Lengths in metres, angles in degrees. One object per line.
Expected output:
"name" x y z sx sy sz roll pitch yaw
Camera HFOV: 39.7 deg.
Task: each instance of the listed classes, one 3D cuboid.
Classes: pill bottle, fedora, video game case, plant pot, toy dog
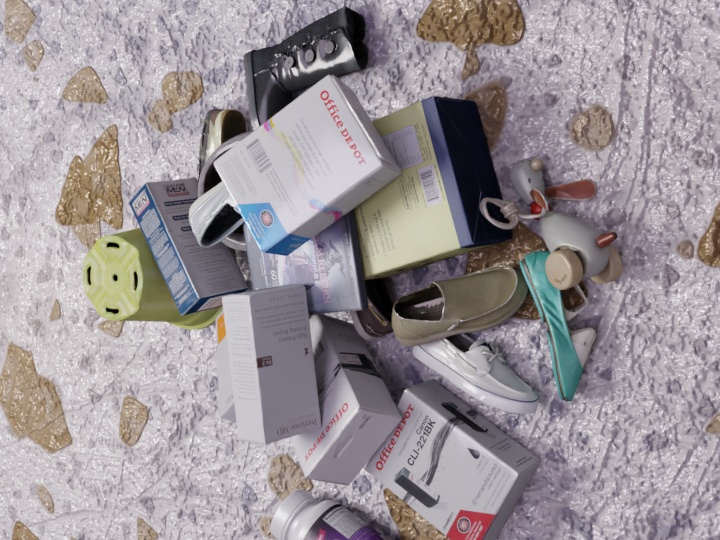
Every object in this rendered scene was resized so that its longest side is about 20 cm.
"pill bottle" -0.035 0.414 1.483 0.199 0.111 0.112 30 109 26
"fedora" -0.145 -0.116 1.498 0.198 0.090 0.179 0 88 27
"video game case" -0.080 -0.010 1.385 0.199 0.019 0.144 -7 92 40
"plant pot" -0.333 0.005 1.591 0.199 0.184 0.202 3 96 32
"toy dog" 0.261 -0.068 1.263 0.200 0.132 0.096 46 138 10

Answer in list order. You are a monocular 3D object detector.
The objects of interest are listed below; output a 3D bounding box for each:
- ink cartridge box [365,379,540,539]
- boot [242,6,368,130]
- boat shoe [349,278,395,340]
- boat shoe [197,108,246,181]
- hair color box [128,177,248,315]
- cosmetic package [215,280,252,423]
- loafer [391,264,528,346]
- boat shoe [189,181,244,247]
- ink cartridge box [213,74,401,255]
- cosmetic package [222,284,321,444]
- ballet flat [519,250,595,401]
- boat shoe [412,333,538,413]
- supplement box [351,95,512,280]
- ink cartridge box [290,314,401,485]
"ink cartridge box" 0.125 0.270 1.388 0.199 0.084 0.145 35 111 26
"boot" -0.074 -0.279 1.483 0.199 0.066 0.166 -15 88 27
"boat shoe" 0.000 0.000 1.447 0.059 0.072 0.202 -24 86 41
"boat shoe" -0.226 -0.157 1.584 0.066 0.071 0.203 19 106 42
"hair color box" -0.262 -0.039 1.516 0.060 0.100 0.201 -38 72 39
"cosmetic package" -0.162 0.125 1.499 0.102 0.071 0.201 -48 34 29
"loafer" 0.130 0.045 1.344 0.199 0.068 0.076 -24 56 11
"boat shoe" -0.164 -0.102 1.410 0.200 0.070 0.072 -37 54 26
"ink cartridge box" -0.067 -0.133 1.293 0.199 0.085 0.145 -34 75 17
"cosmetic package" -0.120 0.126 1.356 0.074 0.101 0.202 -4 95 50
"ballet flat" 0.267 0.068 1.297 0.070 0.067 0.202 -17 87 13
"boat shoe" 0.162 0.125 1.365 0.199 0.072 0.066 32 114 35
"supplement box" 0.070 -0.107 1.360 0.199 0.134 0.202 -17 85 32
"ink cartridge box" -0.041 0.185 1.437 0.145 0.084 0.201 -54 39 23
